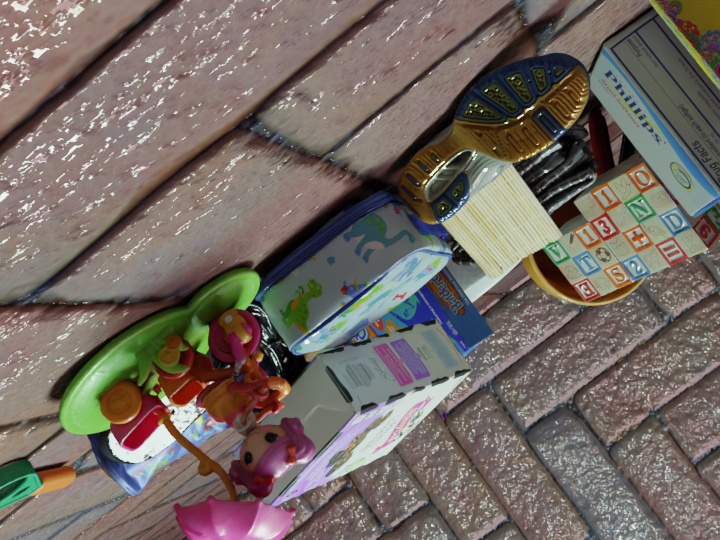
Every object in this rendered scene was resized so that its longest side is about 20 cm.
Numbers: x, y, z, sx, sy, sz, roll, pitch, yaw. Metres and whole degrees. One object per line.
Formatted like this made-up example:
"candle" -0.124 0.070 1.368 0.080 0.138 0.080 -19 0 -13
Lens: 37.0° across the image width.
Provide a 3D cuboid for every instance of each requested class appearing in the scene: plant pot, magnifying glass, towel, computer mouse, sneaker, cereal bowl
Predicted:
"plant pot" 0.313 -0.054 1.594 0.199 0.201 0.183 -35 -174 -6
"magnifying glass" -0.323 0.205 1.028 0.079 0.022 0.200 -37 169 4
"towel" 0.189 -0.085 1.251 0.200 0.086 0.165 -39 171 17
"computer mouse" -0.146 0.113 1.012 0.200 0.046 0.141 -42 137 -2
"sneaker" 0.112 -0.120 0.890 0.200 0.075 0.088 -35 -175 40
"cereal bowl" 0.117 0.007 1.451 0.199 0.084 0.200 -36 171 -6

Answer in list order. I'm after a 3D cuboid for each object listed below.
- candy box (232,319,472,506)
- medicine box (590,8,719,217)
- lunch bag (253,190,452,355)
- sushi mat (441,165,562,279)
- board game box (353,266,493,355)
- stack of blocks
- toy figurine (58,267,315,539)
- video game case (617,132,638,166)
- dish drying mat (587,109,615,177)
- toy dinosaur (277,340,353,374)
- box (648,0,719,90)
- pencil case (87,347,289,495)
"candy box" -0.005 0.142 1.095 0.199 0.072 0.168 -13 149 -51
"medicine box" 0.359 -0.188 1.056 0.199 0.183 0.103 -35 170 -3
"lunch bag" 0.000 0.000 0.990 0.160 0.083 0.200 -37 171 12
"sushi mat" 0.140 -0.057 1.129 0.095 0.012 0.200 -34 142 11
"board game box" 0.050 0.061 1.257 0.045 0.153 0.200 -28 167 -35
"stack of blocks" 0.296 -0.052 1.208 0.059 0.115 0.200 -41 -176 -34
"toy figurine" -0.107 0.129 0.856 0.200 0.184 0.150 -40 161 -6
"video game case" 0.371 -0.183 1.298 0.199 0.025 0.182 -28 130 -44
"dish drying mat" 0.309 -0.093 1.333 0.018 0.202 0.077 -10 173 4
"toy dinosaur" -0.049 0.062 1.262 0.182 0.105 0.200 -49 -160 20
"box" 0.339 -0.251 0.864 0.200 0.122 0.192 -40 170 18
"pencil case" -0.170 0.142 1.074 0.199 0.078 0.087 -33 143 -13
